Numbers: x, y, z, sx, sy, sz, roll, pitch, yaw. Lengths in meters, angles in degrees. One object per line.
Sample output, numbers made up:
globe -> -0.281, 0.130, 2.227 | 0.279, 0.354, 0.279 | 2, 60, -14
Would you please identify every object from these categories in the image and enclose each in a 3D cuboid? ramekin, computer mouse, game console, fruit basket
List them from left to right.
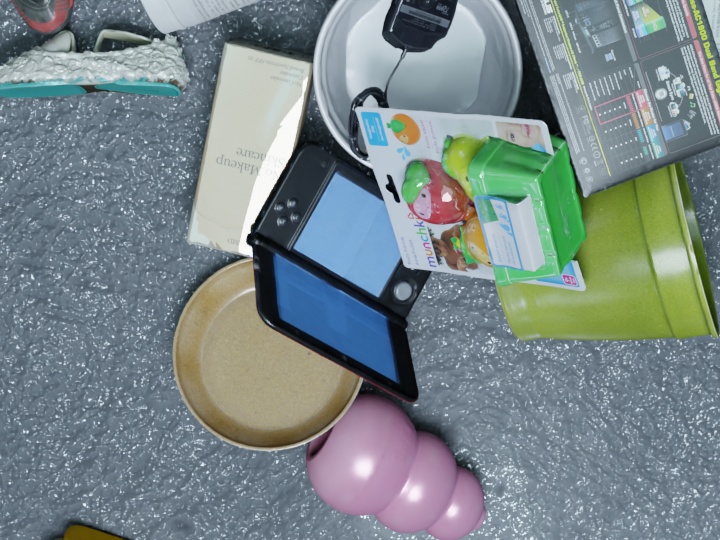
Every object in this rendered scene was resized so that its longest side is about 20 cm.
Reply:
game console -> 0.000, 0.000, 1.279 | 0.199, 0.118, 0.174 | 30, 89, -30
computer mouse -> 0.034, -0.195, 1.219 | 0.058, 0.034, 0.202 | 17, 109, -23
ramekin -> 0.055, -0.197, 1.283 | 0.197, 0.105, 0.203 | 0, 104, 1
fruit basket -> 0.096, -0.060, 1.195 | 0.198, 0.094, 0.187 | 5, 130, 30

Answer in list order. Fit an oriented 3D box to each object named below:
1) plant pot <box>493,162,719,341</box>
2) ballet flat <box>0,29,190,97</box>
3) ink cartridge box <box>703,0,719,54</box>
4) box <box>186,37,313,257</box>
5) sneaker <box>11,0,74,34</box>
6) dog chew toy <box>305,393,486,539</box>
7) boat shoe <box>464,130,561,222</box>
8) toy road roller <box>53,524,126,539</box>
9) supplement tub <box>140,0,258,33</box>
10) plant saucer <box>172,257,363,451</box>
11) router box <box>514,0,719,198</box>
plant pot -> 0.230, -0.014, 1.290 | 0.191, 0.200, 0.203 | -14, 103, 17
ballet flat -> -0.267, -0.205, 1.317 | 0.197, 0.072, 0.073 | -1, 104, -3
ink cartridge box -> 0.284, -0.236, 1.246 | 0.197, 0.145, 0.149 | 3, 104, 1
box -> -0.107, -0.121, 1.320 | 0.094, 0.078, 0.202 | 11, 103, -2
sneaker -> -0.328, -0.323, 1.268 | 0.070, 0.098, 0.203 | -12, 104, 3
dog chew toy -> 0.044, 0.213, 1.378 | 0.199, 0.125, 0.125 | 30, 103, -13
boat shoe -> 0.134, -0.097, 1.318 | 0.200, 0.072, 0.061 | -31, 84, -5
toy road roller -> -0.259, 0.374, 1.408 | 0.198, 0.146, 0.124 | 21, 103, -3
supplement tub -> -0.116, -0.316, 1.246 | 0.198, 0.132, 0.133 | -18, 102, 6
plant saucer -> -0.091, 0.085, 1.358 | 0.197, 0.035, 0.203 | 0, 75, 1
router box -> 0.230, -0.184, 1.153 | 0.148, 0.062, 0.202 | -19, 103, 9
